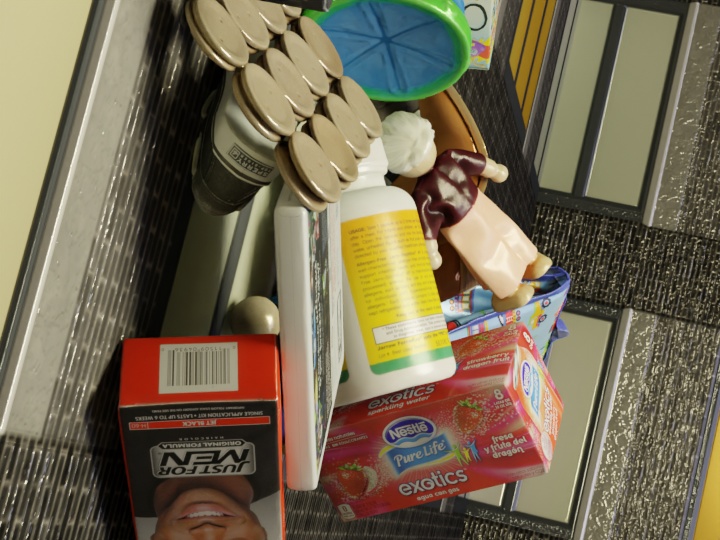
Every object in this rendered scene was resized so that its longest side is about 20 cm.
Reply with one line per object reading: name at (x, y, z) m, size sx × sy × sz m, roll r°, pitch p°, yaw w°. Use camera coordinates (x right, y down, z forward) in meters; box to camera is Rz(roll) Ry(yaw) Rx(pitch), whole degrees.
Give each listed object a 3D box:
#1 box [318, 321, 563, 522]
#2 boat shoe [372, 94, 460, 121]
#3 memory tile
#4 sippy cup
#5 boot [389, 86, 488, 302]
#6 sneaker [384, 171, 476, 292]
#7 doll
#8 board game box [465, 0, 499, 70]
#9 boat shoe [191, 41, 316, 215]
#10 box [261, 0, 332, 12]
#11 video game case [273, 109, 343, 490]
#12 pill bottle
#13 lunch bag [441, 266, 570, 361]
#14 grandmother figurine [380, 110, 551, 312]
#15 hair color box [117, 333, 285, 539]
box at (0.060, 0.129, 1.311) m, size 0.096 × 0.199 × 0.100 m, roll 62°, pitch 27°, yaw -21°
boat shoe at (0.017, -0.136, 1.418) m, size 0.201 × 0.061 × 0.072 m, roll -32°, pitch 161°, yaw -51°
memory tile at (-0.045, -0.124, 0.998) m, size 0.154 × 0.017 × 0.200 m, roll 55°, pitch 20°, yaw -10°
sippy cup at (0.026, -0.227, 1.240) m, size 0.178 × 0.139 × 0.131 m, roll 130°, pitch -28°, yaw -55°
boot at (0.038, -0.062, 1.363) m, size 0.074 × 0.154 × 0.201 m, roll -145°, pitch -142°, yaw -77°
sneaker at (0.089, -0.062, 1.501) m, size 0.073 × 0.200 × 0.112 m, roll -43°, pitch 150°, yaw 25°
doll at (-0.072, 0.084, 1.258) m, size 0.200 × 0.048 × 0.137 m, roll 83°, pitch 21°, yaw -58°
board game box at (0.078, -0.297, 1.422) m, size 0.201 × 0.102 × 0.105 m, roll 89°, pitch 10°, yaw -49°
boat shoe at (-0.075, -0.103, 1.036) m, size 0.064 × 0.071 × 0.200 m, roll -47°, pitch -167°, yaw 27°
box at (-0.047, -0.283, 0.863) m, size 0.182 × 0.104 × 0.201 m, roll 78°, pitch 27°, yaw -61°
video game case at (-0.033, 0.015, 1.045) m, size 0.182 × 0.023 × 0.201 m, roll -79°, pitch 169°, yaw -65°
pill bottle at (0.000, 0.000, 1.235) m, size 0.113 × 0.112 × 0.201 m, roll 8°, pitch 67°, yaw -78°
lunch bag at (0.117, 0.073, 1.512) m, size 0.151 × 0.199 × 0.094 m, roll 101°, pitch -29°, yaw -42°
grandmother figurine at (0.080, -0.052, 1.307) m, size 0.200 × 0.060 × 0.122 m, roll 50°, pitch 50°, yaw -25°
hair color box at (-0.100, 0.132, 1.018) m, size 0.061 × 0.101 × 0.201 m, roll -95°, pitch -177°, yaw -46°
